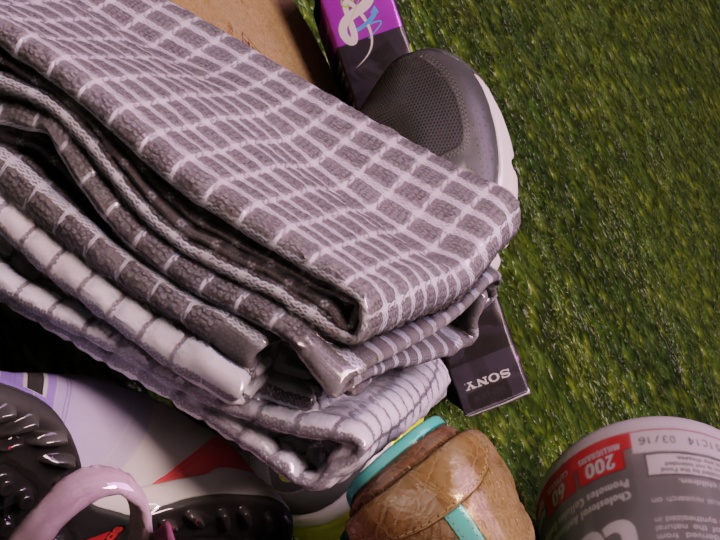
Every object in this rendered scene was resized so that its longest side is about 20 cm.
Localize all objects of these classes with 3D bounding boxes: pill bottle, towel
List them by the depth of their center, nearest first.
[{"bbox_3d":[-0.054,-0.023,0.749,0.200,0.086,0.166,31,14,11],"label":"towel"},{"bbox_3d":[0.146,0.175,1.080,0.114,0.114,0.200,49,24,-35],"label":"pill bottle"}]

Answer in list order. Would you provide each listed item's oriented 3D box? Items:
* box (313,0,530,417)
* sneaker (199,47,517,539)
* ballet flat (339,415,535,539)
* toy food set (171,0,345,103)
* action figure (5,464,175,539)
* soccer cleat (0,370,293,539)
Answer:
[{"bbox_3d":[0.025,-0.036,1.054,0.143,0.036,0.200,-153,-135,-88],"label":"box"},{"bbox_3d":[0.000,0.000,0.884,0.085,0.074,0.200,37,63,-50],"label":"sneaker"},{"bbox_3d":[0.033,0.093,0.776,0.072,0.068,0.200,52,-7,7],"label":"ballet flat"},{"bbox_3d":[-0.062,-0.076,0.966,0.198,0.049,0.200,37,33,-51],"label":"toy food set"},{"bbox_3d":[-0.032,0.138,0.703,0.149,0.134,0.200,52,21,12],"label":"action figure"},{"bbox_3d":[-0.101,0.058,0.696,0.073,0.068,0.200,44,13,36],"label":"soccer cleat"}]
